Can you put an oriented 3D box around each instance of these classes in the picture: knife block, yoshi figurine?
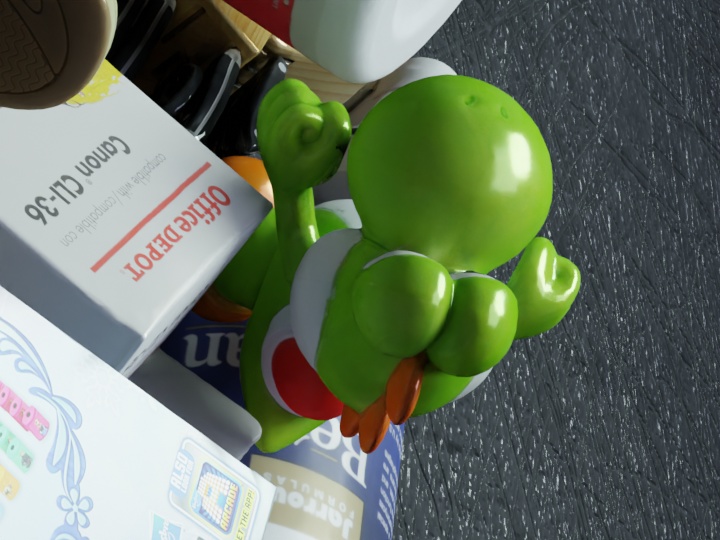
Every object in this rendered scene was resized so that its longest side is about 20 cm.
[{"bbox_3d":[-0.080,-0.111,1.043,0.175,0.064,0.201,14,51,-51],"label":"knife block"},{"bbox_3d":[0.010,-0.011,0.886,0.200,0.112,0.112,-176,-112,-74],"label":"yoshi figurine"}]

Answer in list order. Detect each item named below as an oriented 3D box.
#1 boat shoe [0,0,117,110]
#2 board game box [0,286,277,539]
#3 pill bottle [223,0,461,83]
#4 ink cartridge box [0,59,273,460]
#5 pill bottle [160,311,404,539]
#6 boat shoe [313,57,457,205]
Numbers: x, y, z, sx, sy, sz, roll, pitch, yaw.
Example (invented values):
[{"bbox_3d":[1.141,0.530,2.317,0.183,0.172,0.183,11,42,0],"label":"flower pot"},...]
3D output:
[{"bbox_3d":[-0.143,-0.119,0.758,0.200,0.073,0.063,37,29,-1],"label":"boat shoe"},{"bbox_3d":[-0.121,0.089,0.654,0.199,0.043,0.201,41,51,-34],"label":"board game box"},{"bbox_3d":[-0.049,-0.160,0.962,0.112,0.200,0.112,-51,167,-17],"label":"pill bottle"},{"bbox_3d":[-0.103,-0.018,0.810,0.200,0.068,0.117,41,26,-1],"label":"ink cartridge box"},{"bbox_3d":[-0.043,0.087,1.006,0.111,0.111,0.201,57,31,-47],"label":"pill bottle"},{"bbox_3d":[0.002,-0.016,1.099,0.066,0.073,0.200,-67,-171,-27],"label":"boat shoe"}]
